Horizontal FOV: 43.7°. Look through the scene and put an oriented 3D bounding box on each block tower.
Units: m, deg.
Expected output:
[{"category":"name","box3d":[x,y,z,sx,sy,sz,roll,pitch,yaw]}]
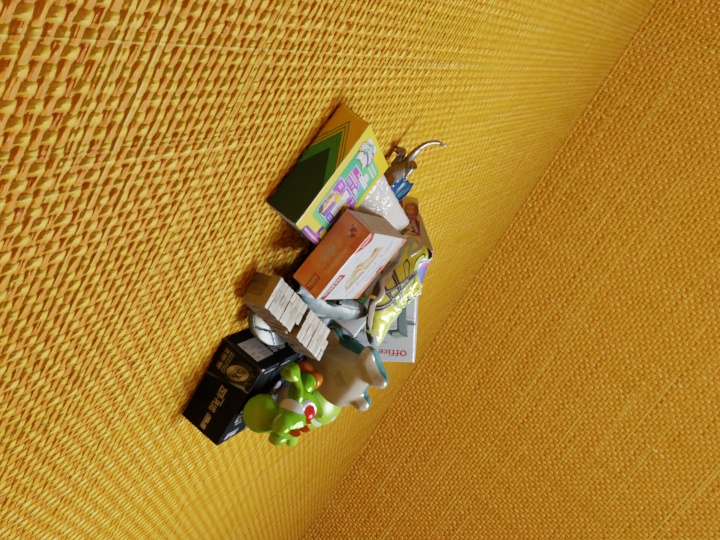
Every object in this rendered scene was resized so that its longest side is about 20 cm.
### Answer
[{"category":"block tower","box3d":[-0.114,0.072,1.418,0.055,0.057,0.200,-63,149,-18]}]

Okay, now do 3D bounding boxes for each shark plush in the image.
[{"category":"shark plush","box3d":[-0.057,0.038,1.480,0.092,0.082,0.200,-68,153,-17]}]

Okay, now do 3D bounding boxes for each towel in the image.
[{"category":"towel","box3d":[0.009,-0.085,1.502,0.132,0.035,0.200,-41,149,-1]}]

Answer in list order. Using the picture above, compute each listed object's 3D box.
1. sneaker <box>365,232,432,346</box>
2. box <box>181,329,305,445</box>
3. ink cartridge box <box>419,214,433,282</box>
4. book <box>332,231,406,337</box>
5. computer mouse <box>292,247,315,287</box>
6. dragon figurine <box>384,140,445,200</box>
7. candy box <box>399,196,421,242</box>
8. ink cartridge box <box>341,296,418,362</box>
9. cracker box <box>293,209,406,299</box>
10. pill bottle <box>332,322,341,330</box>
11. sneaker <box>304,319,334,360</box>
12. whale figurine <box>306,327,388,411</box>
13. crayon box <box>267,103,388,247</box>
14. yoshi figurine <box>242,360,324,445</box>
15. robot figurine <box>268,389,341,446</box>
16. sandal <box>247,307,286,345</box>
[{"category":"sneaker","box3d":[0.064,0.037,1.553,0.075,0.075,0.203,55,55,-80]},{"category":"box","box3d":[-0.190,0.185,1.537,0.165,0.086,0.200,-57,167,18]},{"category":"ink cartridge box","box3d":[0.098,0.014,1.843,0.201,0.043,0.198,-102,-155,-56]},{"category":"book","box3d":[0.000,0.000,1.617,0.201,0.133,0.048,-53,175,-6]},{"category":"computer mouse","box3d":[-0.062,-0.051,1.522,0.202,0.034,0.059,-59,151,0]},{"category":"dragon figurine","box3d":[0.060,-0.162,1.578,0.200,0.059,0.100,-43,166,-23]},{"category":"candy box","box3d":[0.066,-0.040,1.804,0.201,0.056,0.118,110,-16,-49]},{"category":"ink cartridge box","box3d":[0.038,0.066,1.697,0.084,0.143,0.203,-70,161,-76]},{"category":"cracker box","box3d":[-0.012,-0.021,1.421,0.134,0.058,0.200,-50,164,12]},{"category":"pill bottle","box3d":[-0.056,0.140,1.829,0.201,0.113,0.113,-58,166,18]},{"category":"sneaker","box3d":[-0.097,0.094,1.673,0.200,0.080,0.116,-55,165,-26]},{"category":"whale figurine","box3d":[-0.009,0.168,1.589,0.103,0.161,0.199,-28,-174,-34]},{"category":"crayon box","box3d":[-0.042,-0.129,1.315,0.173,0.058,0.200,-54,167,-3]},{"category":"yoshi figurine","box3d":[-0.134,0.217,1.481,0.110,0.114,0.200,-16,-168,14]},{"category":"robot figurine","box3d":[-0.122,0.248,1.719,0.197,0.117,0.176,-16,-159,17]},{"category":"sandal","box3d":[-0.134,0.077,1.502,0.200,0.057,0.081,-2,104,-65]}]
